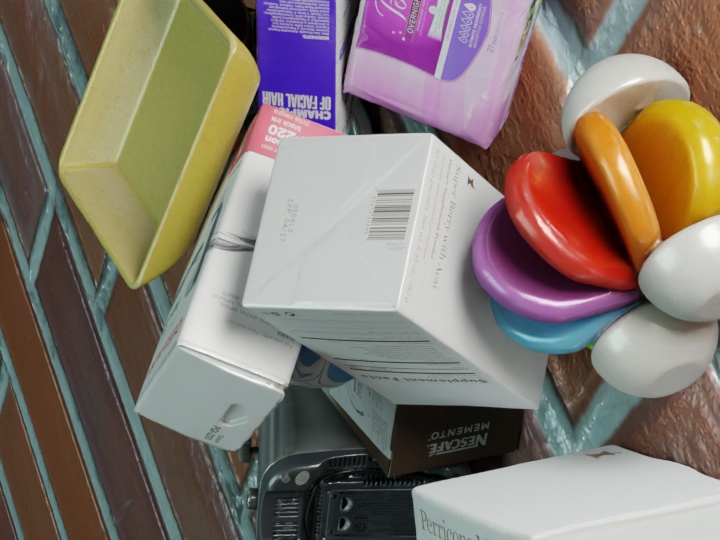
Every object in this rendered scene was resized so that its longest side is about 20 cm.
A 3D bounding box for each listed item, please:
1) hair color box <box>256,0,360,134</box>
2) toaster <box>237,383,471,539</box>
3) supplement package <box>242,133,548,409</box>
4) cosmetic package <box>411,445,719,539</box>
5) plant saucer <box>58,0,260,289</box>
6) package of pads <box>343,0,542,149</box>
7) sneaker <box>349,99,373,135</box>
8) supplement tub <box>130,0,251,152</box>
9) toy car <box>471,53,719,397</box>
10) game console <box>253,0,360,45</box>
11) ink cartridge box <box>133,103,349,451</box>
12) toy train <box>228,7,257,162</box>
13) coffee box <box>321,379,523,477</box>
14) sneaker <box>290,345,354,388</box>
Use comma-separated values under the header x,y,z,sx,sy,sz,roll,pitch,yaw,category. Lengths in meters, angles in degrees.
x,y,z,sx,sy,sz,roll,pitch,yaw,category
-0.037,-0.185,1.456,0.109,0.065,0.200,-75,-13,-56,hair color box
0.005,0.157,1.601,0.129,0.200,0.114,-105,17,-57,toaster
0.035,0.004,1.332,0.120,0.200,0.121,0,70,32,supplement package
0.148,0.235,1.314,0.167,0.166,0.200,-168,71,-64,cosmetic package
-0.142,-0.112,1.484,0.200,0.048,0.200,51,122,52,plant saucer
0.062,-0.189,1.390,0.076,0.120,0.200,-60,-12,-45,package of pads
-0.058,-0.055,1.698,0.080,0.131,0.200,-133,40,-53,sneaker
-0.144,-0.148,1.656,0.200,0.107,0.107,100,151,-61,supplement tub
0.143,-0.021,1.243,0.175,0.150,0.200,65,152,29,toy car
-0.021,-0.269,1.559,0.172,0.119,0.200,24,131,25,game console
-0.078,0.007,1.412,0.146,0.085,0.200,128,160,-61,ink cartridge box
-0.126,-0.146,1.794,0.114,0.085,0.200,24,115,45,toy train
0.029,0.064,1.571,0.200,0.114,0.080,-129,38,-49,coffee box
0.000,0.000,1.501,0.072,0.072,0.200,1,58,33,sneaker
